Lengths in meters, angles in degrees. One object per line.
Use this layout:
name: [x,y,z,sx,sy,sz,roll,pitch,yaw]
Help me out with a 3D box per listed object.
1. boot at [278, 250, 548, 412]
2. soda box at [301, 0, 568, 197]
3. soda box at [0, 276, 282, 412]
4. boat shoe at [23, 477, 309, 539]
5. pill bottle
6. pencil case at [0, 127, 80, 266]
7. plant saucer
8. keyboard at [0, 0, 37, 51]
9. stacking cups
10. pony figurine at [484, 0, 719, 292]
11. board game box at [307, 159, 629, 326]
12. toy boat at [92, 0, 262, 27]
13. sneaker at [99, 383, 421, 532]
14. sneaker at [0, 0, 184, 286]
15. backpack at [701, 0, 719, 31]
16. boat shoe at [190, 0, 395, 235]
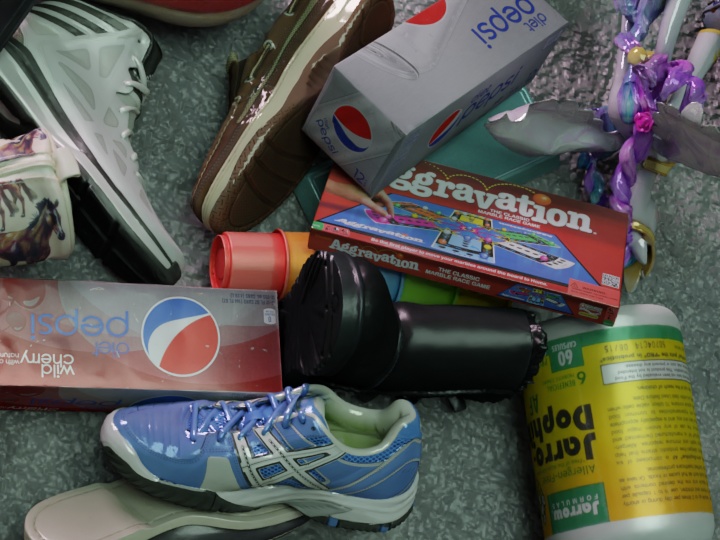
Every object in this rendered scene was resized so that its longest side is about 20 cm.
boot: [0.036,0.041,1.138,0.161,0.198,0.074,5,75,-14]
soda box: [0.052,-0.131,1.231,0.068,0.064,0.200,43,47,11]
soda box: [-0.150,0.048,1.129,0.198,0.063,0.071,3,72,-20]
boat shoe: [-0.113,0.160,1.124,0.198,0.063,0.073,-9,36,-33]
pill bottle: [0.168,0.132,1.205,0.112,0.113,0.202,-2,76,-22]
pencil case: [-0.263,-0.035,1.076,0.198,0.090,0.079,-7,73,-13]
plant saucer: [0.049,-0.070,1.272,0.199,0.019,0.070,-25,84,-25]
keyboard: [-0.263,-0.172,1.131,0.127,0.021,0.201,36,89,11]
stacking cups: [0.000,0.000,1.206,0.198,0.060,0.061,2,73,-18]
pony figurine: [0.190,-0.105,1.258,0.165,0.193,0.202,9,72,23]
board game box: [0.072,-0.026,1.191,0.198,0.020,0.103,14,38,2]
toy boat: [-0.131,-0.245,1.179,0.198,0.131,0.132,13,55,-18]
sneaker: [-0.056,0.099,1.110,0.198,0.078,0.076,7,34,-16]
sneaker: [-0.150,-0.091,1.165,0.115,0.076,0.201,-37,88,-25]
backpack: [0.347,-0.179,1.329,0.154,0.190,0.200,-43,92,-10]
boat shoe: [-0.058,-0.114,1.223,0.074,0.075,0.203,26,68,26]
